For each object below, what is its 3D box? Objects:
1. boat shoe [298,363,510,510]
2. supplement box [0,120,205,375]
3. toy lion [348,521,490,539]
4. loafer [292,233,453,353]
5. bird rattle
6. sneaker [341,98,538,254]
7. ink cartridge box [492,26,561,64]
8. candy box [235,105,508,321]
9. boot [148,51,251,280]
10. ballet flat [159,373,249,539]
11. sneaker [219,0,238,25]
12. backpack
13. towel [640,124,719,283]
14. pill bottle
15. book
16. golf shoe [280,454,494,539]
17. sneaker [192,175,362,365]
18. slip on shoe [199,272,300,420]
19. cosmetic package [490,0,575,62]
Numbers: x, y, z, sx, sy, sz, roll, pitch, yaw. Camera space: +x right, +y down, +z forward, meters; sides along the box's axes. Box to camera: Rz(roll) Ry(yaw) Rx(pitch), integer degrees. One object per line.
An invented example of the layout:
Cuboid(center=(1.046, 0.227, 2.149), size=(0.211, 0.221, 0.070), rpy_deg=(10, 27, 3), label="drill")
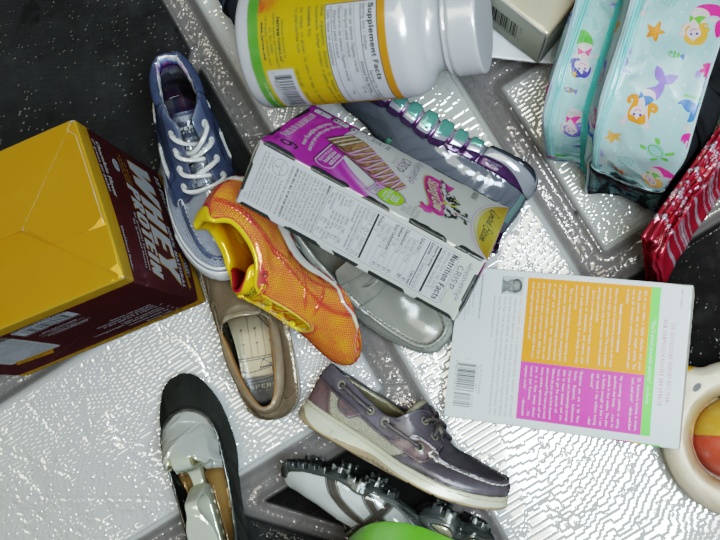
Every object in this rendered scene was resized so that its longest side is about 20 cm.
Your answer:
Cuboid(center=(0.042, 0.143, 0.812), size=(0.198, 0.072, 0.065), rpy_deg=(23, 94, 16), label="boat shoe")
Cuboid(center=(-0.271, -0.007, 0.810), size=(0.195, 0.200, 0.134), rpy_deg=(-22, 80, 5), label="supplement box")
Cuboid(center=(0.015, 0.275, 0.759), size=(0.190, 0.069, 0.202), rpy_deg=(22, 127, 9), label="toy lion")
Cuboid(center=(0.000, 0.000, 0.835), size=(0.199, 0.070, 0.070), rpy_deg=(39, 86, 10), label="loafer")
Cuboid(center=(0.335, 0.147, 0.774), size=(0.161, 0.112, 0.203), rpy_deg=(2, 93, 23), label="bird rattle")
Cuboid(center=(0.057, -0.095, 0.841), size=(0.199, 0.074, 0.088), rpy_deg=(29, 93, 10), label="sneaker")
Cuboid(center=(0.116, -0.287, 0.870), size=(0.171, 0.044, 0.203), rpy_deg=(7, 83, 4), label="ink cartridge box")
Cuboid(center=(0.016, -0.054, 0.766), size=(0.198, 0.137, 0.061), rpy_deg=(29, 116, 4), label="candy box")
Cuboid(center=(-0.150, -0.094, 0.836), size=(0.072, 0.091, 0.202), rpy_deg=(-19, 67, -9), label="boot")
Cuboid(center=(-0.140, 0.188, 0.834), size=(0.067, 0.068, 0.202), rpy_deg=(-20, 80, 6), label="ballet flat")
Cuboid(center=(-0.069, -0.307, 0.850), size=(0.201, 0.076, 0.148), rpy_deg=(-29, 75, 43), label="sneaker")
Cuboid(center=(0.231, -0.154, 0.756), size=(0.149, 0.200, 0.180), rpy_deg=(19, 87, 10), label="backpack")
Cuboid(center=(0.294, -0.080, 0.766), size=(0.022, 0.145, 0.201), rpy_deg=(35, 89, 22), label="towel")
Cuboid(center=(0.006, -0.199, 0.778), size=(0.197, 0.111, 0.113), rpy_deg=(-1, 83, 18), label="pill bottle")
Cuboid(center=(0.175, 0.072, 0.796), size=(0.198, 0.048, 0.135), rpy_deg=(6, 85, 22), label="book")
Cuboid(center=(0.013, 0.226, 0.803), size=(0.198, 0.078, 0.095), rpy_deg=(21, 87, 11), label="golf shoe")
Cuboid(center=(-0.073, 0.014, 0.809), size=(0.200, 0.073, 0.077), rpy_deg=(51, 54, -17), label="sneaker")
Cuboid(center=(-0.105, 0.038, 0.851), size=(0.075, 0.061, 0.203), rpy_deg=(-14, 81, 6), label="slip on shoe")
Cuboid(center=(0.181, -0.296, 0.809), size=(0.103, 0.073, 0.201), rpy_deg=(38, 88, 8), label="cosmetic package")
